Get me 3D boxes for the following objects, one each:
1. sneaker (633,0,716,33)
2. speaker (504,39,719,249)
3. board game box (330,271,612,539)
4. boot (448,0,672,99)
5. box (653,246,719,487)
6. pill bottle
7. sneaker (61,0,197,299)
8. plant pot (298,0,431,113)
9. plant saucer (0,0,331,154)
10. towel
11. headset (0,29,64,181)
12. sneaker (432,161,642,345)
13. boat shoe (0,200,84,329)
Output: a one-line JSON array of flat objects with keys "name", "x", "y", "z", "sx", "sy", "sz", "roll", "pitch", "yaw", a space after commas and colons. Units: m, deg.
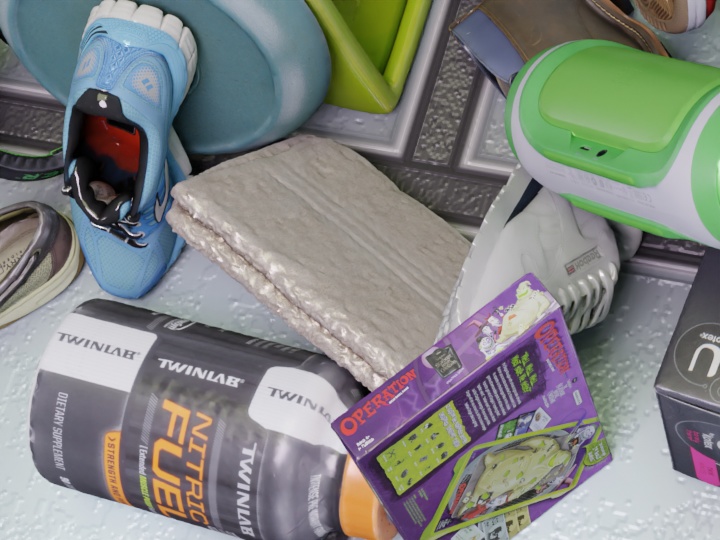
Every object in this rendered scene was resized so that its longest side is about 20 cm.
[{"name": "sneaker", "x": 0.197, "y": -0.196, "z": 1.232, "sx": 0.112, "sy": 0.071, "sz": 0.200, "roll": -6, "pitch": 34, "yaw": -5}, {"name": "speaker", "x": 0.149, "y": -0.064, "z": 1.092, "sx": 0.088, "sy": 0.088, "sz": 0.200, "roll": -46, "pitch": 26, "yaw": -9}, {"name": "board game box", "x": 0.060, "y": 0.085, "z": 1.098, "sx": 0.120, "sy": 0.200, "sz": 0.032, "roll": -33, "pitch": 61, "yaw": -4}, {"name": "boot", "x": 0.128, "y": -0.101, "z": 1.248, "sx": 0.097, "sy": 0.075, "sz": 0.200, "roll": -34, "pitch": 52, "yaw": 8}, {"name": "box", "x": 0.234, "y": 0.010, "z": 1.134, "sx": 0.106, "sy": 0.122, "sz": 0.201, "roll": 17, "pitch": 70, "yaw": 20}, {"name": "pill bottle", "x": -0.068, "y": 0.086, "z": 1.182, "sx": 0.199, "sy": 0.106, "sz": 0.107, "roll": 13, "pitch": 69, "yaw": 19}, {"name": "sneaker", "x": -0.138, "y": -0.051, "z": 1.212, "sx": 0.078, "sy": 0.200, "sz": 0.090, "roll": 14, "pitch": 49, "yaw": 9}, {"name": "plant pot", "x": -0.065, "y": -0.226, "z": 1.280, "sx": 0.181, "sy": 0.200, "sz": 0.200, "roll": 8, "pitch": 68, "yaw": 23}, {"name": "plant saucer", "x": -0.115, "y": -0.124, "z": 1.219, "sx": 0.199, "sy": 0.200, "sz": 0.028, "roll": 8, "pitch": 56, "yaw": 17}, {"name": "towel", "x": 0.000, "y": 0.000, "z": 1.204, "sx": 0.200, "sy": 0.035, "sz": 0.132, "roll": 39, "pitch": 39, "yaw": 25}, {"name": "headset", "x": -0.224, "y": -0.146, "z": 1.325, "sx": 0.123, "sy": 0.094, "sz": 0.201, "roll": -26, "pitch": 90, "yaw": -28}, {"name": "sneaker", "x": 0.093, "y": 0.005, "z": 1.153, "sx": 0.080, "sy": 0.077, "sz": 0.200, "roll": 29, "pitch": 35, "yaw": 4}, {"name": "boat shoe", "x": -0.254, "y": 0.022, "z": 1.279, "sx": 0.200, "sy": 0.065, "sz": 0.073, "roll": -39, "pitch": 64, "yaw": -5}]
